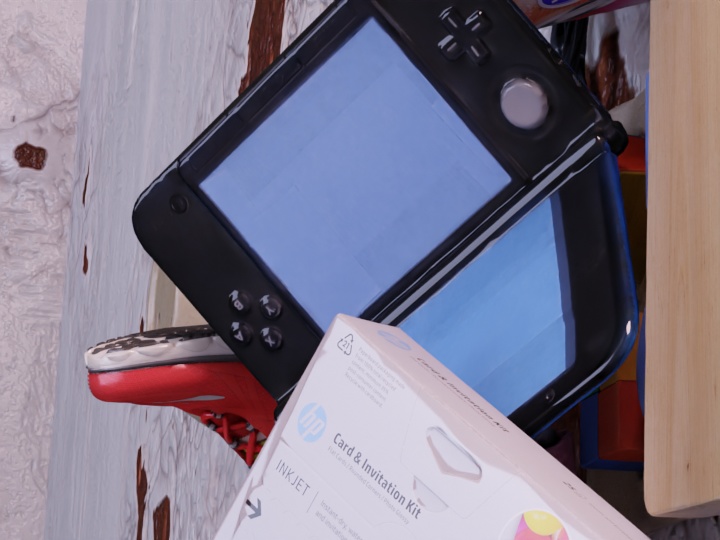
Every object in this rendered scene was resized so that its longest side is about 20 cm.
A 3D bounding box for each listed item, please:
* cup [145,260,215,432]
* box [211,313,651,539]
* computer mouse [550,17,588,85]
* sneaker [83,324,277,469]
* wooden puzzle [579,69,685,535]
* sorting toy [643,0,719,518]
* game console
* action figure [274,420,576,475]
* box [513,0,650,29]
[{"bbox_3d":[-0.045,0.024,1.338,0.200,0.142,0.202,-175,90,-76],"label":"cup"},{"bbox_3d":[0.001,0.140,0.824,0.156,0.041,0.201,39,107,39],"label":"box"},{"bbox_3d":[0.080,-0.060,1.003,0.201,0.034,0.059,-78,-14,-53],"label":"computer mouse"},{"bbox_3d":[-0.033,0.071,1.062,0.077,0.199,0.086,0,80,60],"label":"sneaker"},{"bbox_3d":[0.119,-0.002,0.887,0.200,0.046,0.187,140,134,-70],"label":"wooden puzzle"},{"bbox_3d":[0.155,-0.032,0.710,0.199,0.069,0.202,144,129,-72],"label":"sorting toy"},{"bbox_3d":[0.000,0.000,0.893,0.200,0.171,0.118,-42,0,30],"label":"game console"},{"bbox_3d":[0.046,0.114,0.972,0.134,0.149,0.200,-52,40,8],"label":"action figure"},{"bbox_3d":[0.048,-0.201,1.015,0.096,0.099,0.201,92,157,-47],"label":"box"}]
